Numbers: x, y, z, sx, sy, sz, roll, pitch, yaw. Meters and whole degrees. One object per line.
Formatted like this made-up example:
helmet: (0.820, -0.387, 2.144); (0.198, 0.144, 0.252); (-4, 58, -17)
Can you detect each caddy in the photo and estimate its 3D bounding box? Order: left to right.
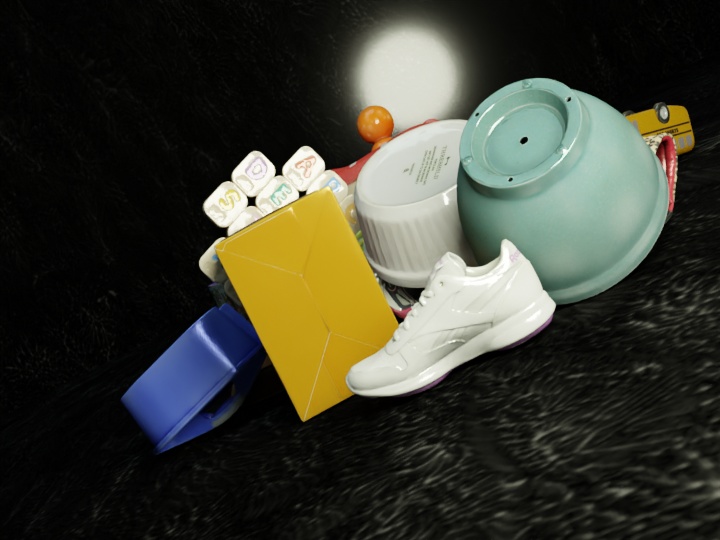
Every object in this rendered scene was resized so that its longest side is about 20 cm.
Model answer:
caddy: (-0.187, 0.133, 1.298); (0.200, 0.105, 0.141); (-45, -1, 5)

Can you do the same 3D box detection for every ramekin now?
ramekin: (0.082, -0.081, 1.197); (0.200, 0.095, 0.204); (-19, 34, 13)

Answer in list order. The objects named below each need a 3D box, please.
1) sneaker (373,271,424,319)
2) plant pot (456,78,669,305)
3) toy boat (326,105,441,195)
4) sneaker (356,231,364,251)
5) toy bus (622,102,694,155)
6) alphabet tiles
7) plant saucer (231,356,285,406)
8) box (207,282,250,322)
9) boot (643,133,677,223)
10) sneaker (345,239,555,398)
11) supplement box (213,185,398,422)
sneaker: (0.060, -0.020, 1.275); (0.074, 0.080, 0.202); (-38, 31, 32)
plant pot: (0.168, -0.089, 1.005); (0.198, 0.134, 0.203); (-18, 51, 23)
toy boat: (0.033, -0.161, 1.474); (0.198, 0.132, 0.130); (-29, -16, 25)
sneaker: (0.000, 0.000, 1.355); (0.078, 0.089, 0.202); (126, 154, -49)
toy bus: (0.376, -0.180, 1.500); (0.198, 0.080, 0.065); (-19, 7, -40)
alphabet tiles: (-0.087, -0.038, 1.285); (0.196, 0.200, 0.015); (-47, 8, -11)
plant saucer: (-0.085, 0.113, 1.406); (0.198, 0.035, 0.200); (-26, 5, 3)
box: (-0.162, 0.071, 1.604); (0.039, 0.138, 0.200); (-28, 6, -17)
boot: (0.227, -0.056, 1.084); (0.149, 0.073, 0.202); (-3, 50, 37)
sneaker: (0.069, 0.043, 0.970); (0.198, 0.101, 0.075); (-28, 7, 8)
supplement box: (-0.054, 0.027, 1.175); (0.131, 0.199, 0.200); (-27, 5, -4)
